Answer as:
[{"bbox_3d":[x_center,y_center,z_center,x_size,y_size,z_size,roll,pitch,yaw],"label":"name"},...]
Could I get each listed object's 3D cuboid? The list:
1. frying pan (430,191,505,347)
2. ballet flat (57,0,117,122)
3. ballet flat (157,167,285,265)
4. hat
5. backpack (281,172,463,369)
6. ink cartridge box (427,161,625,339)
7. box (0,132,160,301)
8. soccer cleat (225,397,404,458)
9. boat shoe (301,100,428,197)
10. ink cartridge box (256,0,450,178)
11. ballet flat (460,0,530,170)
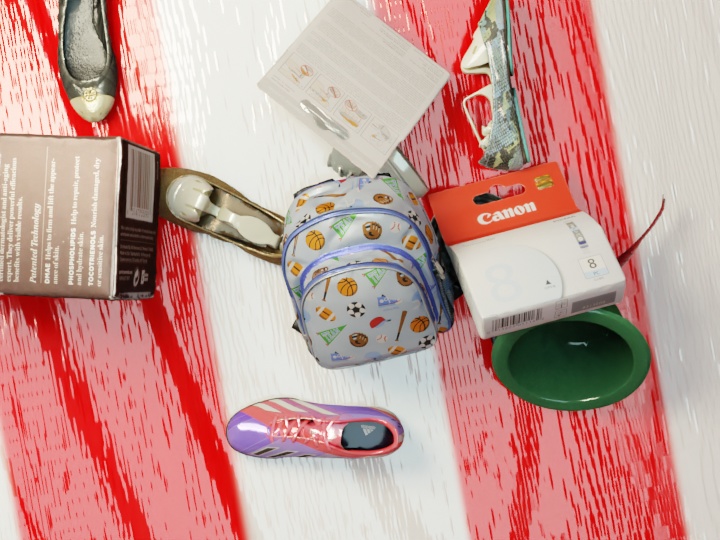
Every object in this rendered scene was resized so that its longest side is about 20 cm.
[{"bbox_3d":[0.152,0.000,1.553,0.115,0.031,0.191,-35,94,-2],"label":"frying pan"},{"bbox_3d":[-0.307,-0.264,1.512,0.066,0.057,0.202,-6,89,-3],"label":"ballet flat"},{"bbox_3d":[-0.152,-0.061,1.512,0.199,0.072,0.068,28,88,-3],"label":"ballet flat"},{"bbox_3d":[0.252,0.040,1.560,0.198,0.177,0.166,-3,133,13],"label":"hat"},{"bbox_3d":[0.000,0.000,1.449,0.198,0.154,0.192,-16,119,5],"label":"backpack"},{"bbox_3d":[0.175,-0.036,1.474,0.159,0.047,0.201,-15,57,-6],"label":"ink cartridge box"},{"bbox_3d":[-0.326,-0.055,1.440,0.198,0.166,0.166,2,90,7],"label":"box"},{"bbox_3d":[-0.050,0.177,1.514,0.198,0.073,0.069,2,89,-4],"label":"soccer cleat"},{"bbox_3d":[-0.012,-0.142,1.532,0.201,0.070,0.072,45,97,2],"label":"boat shoe"},{"bbox_3d":[-0.011,-0.196,1.486,0.161,0.050,0.200,37,52,-3],"label":"ink cartridge box"},{"bbox_3d":[0.146,-0.211,1.540,0.074,0.074,0.202,-7,88,-4],"label":"ballet flat"}]
